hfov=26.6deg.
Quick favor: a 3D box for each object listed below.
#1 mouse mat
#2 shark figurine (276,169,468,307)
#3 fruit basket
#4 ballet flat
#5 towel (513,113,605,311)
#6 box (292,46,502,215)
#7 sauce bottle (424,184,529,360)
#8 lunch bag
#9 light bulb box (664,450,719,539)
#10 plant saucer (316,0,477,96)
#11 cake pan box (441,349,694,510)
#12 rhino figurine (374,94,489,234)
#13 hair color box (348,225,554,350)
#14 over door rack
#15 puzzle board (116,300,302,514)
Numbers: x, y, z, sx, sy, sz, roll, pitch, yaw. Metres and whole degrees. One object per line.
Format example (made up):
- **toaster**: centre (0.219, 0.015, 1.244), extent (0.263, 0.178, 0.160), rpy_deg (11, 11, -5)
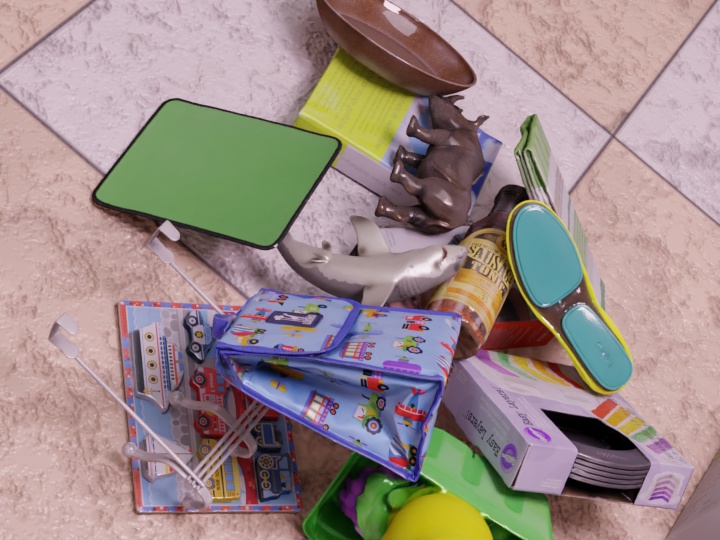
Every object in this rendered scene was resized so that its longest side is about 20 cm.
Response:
- **mouse mat**: centre (-0.133, -0.094, 1.423), extent (0.198, 0.008, 0.162), rpy_deg (15, 49, 20)
- **shark figurine**: centre (-0.022, 0.003, 1.395), extent (0.212, 0.090, 0.129), rpy_deg (20, 53, 19)
- **fruit basket**: centre (0.059, 0.232, 1.266), extent (0.213, 0.156, 0.217), rpy_deg (21, 38, -18)
- **ballet flat**: centre (0.187, 0.026, 1.417), extent (0.066, 0.067, 0.201), rpy_deg (-32, 99, -6)
- **towel**: centre (0.195, -0.044, 1.502), extent (0.149, 0.030, 0.202), rpy_deg (-65, 133, -71)
- **box**: centre (0.037, -0.135, 1.562), extent (0.199, 0.048, 0.123), rpy_deg (32, 51, -4)
- **sauce bottle**: centre (0.115, -0.005, 1.426), extent (0.066, 0.066, 0.201), rpy_deg (31, 49, -4)
- **lunch bag**: centre (-0.028, 0.075, 1.247), extent (0.197, 0.095, 0.151), rpy_deg (16, 20, 4)
- **light bulb box**: centre (0.422, 0.195, 1.440), extent (0.125, 0.199, 0.200), rpy_deg (42, 52, 3)
- **plant saucer**: centre (0.030, -0.237, 1.590), extent (0.199, 0.037, 0.201), rpy_deg (29, 21, -12)
- **cake pan box**: centre (0.178, 0.142, 1.377), extent (0.182, 0.053, 0.200), rpy_deg (10, 20, -25)
- **rhino figurine**: centre (0.080, -0.110, 1.498), extent (0.087, 0.060, 0.201), rpy_deg (24, 44, -3)
- **hair color box**: centre (0.096, 0.018, 1.484), extent (0.197, 0.064, 0.112), rpy_deg (-3, 62, -26)
- **over door rack**: centre (-0.159, 0.082, 1.286), extent (0.201, 0.066, 0.148), rpy_deg (53, 50, -13)
- **puzzle board**: centre (-0.132, 0.117, 1.338), extent (0.149, 0.017, 0.202), rpy_deg (4, 58, -24)
